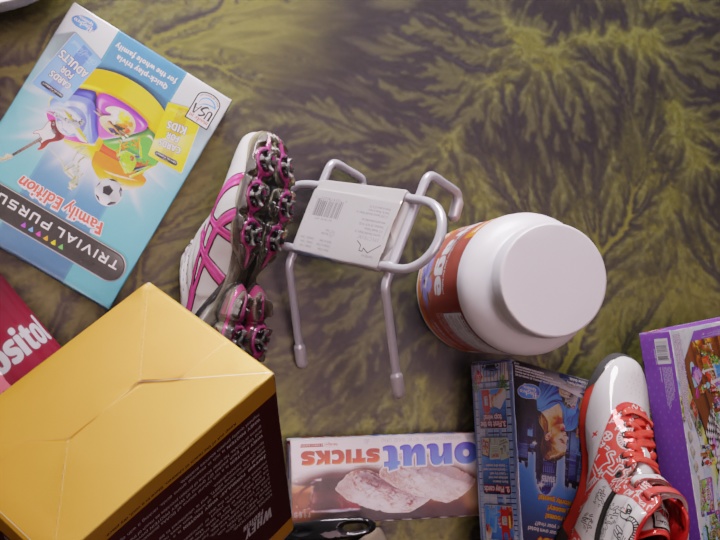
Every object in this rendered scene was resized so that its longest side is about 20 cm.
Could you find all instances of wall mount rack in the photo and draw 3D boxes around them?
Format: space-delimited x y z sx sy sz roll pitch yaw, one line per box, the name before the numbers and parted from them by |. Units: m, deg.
wall mount rack | 0.000 0.000 1.033 0.074 0.199 0.175 30 77 -44

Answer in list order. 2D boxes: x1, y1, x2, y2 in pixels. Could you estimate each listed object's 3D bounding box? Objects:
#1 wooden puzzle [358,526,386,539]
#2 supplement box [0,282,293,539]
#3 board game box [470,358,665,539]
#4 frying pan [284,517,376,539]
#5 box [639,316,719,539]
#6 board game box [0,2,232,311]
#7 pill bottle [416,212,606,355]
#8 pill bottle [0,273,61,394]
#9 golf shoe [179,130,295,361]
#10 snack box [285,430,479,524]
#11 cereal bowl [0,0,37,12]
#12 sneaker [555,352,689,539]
wooden puzzle | 0.009 0.320 1.000 0.037 0.200 0.186 -23 90 32
supplement box | -0.167 0.161 0.914 0.132 0.201 0.197 32 56 28
board game box | 0.176 0.196 1.081 0.199 0.062 0.201 17 75 -28
frying pan | -0.096 0.206 1.044 0.189 0.031 0.115 -25 76 -12
box | 0.318 0.144 1.118 0.136 0.039 0.202 -7 88 -36
board game box | -0.220 -0.091 1.035 0.150 0.047 0.201 30 81 -9
pill bottle | 0.121 0.012 1.024 0.111 0.200 0.113 1 87 -12
pill bottle | -0.301 0.063 0.976 0.113 0.113 0.200 -40 96 -11
golf shoe | -0.112 -0.018 1.034 0.092 0.072 0.202 11 87 31
snack box | 0.036 0.177 1.087 0.198 0.024 0.072 -1 85 -12
cereal bowl | -0.306 -0.298 1.009 0.198 0.083 0.202 1 86 -12
sneaker | 0.223 0.162 1.014 0.067 0.108 0.203 26 70 -25
